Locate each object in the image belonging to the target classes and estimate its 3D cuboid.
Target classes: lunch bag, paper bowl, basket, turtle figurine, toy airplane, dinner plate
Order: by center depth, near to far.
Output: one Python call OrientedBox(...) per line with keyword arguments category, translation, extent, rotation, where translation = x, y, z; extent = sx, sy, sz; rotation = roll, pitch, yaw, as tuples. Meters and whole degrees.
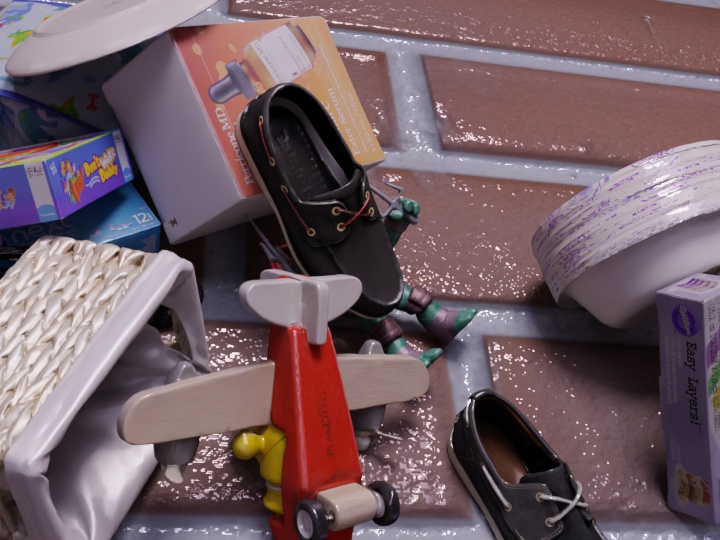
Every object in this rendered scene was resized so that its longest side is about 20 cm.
OrientedBox(category="basket", translation=(-0.206, 0.085, 0.646), extent=(0.123, 0.136, 0.200), rotation=(14, 44, 15))
OrientedBox(category="toy airplane", translation=(-0.054, 0.096, 0.677), extent=(0.200, 0.141, 0.200), rotation=(43, 56, -19))
OrientedBox(category="dinner plate", translation=(-0.206, -0.214, 0.783), extent=(0.199, 0.024, 0.201), rotation=(-14, 28, 8))
OrientedBox(category="turtle figurine", translation=(0.000, 0.000, 0.813), extent=(0.200, 0.101, 0.150), rotation=(43, 69, 4))
OrientedBox(category="paper bowl", translation=(0.262, -0.020, 0.833), extent=(0.200, 0.201, 0.105), rotation=(-14, 70, -26))
OrientedBox(category="lunch bag", translation=(-0.281, -0.167, 0.880), extent=(0.199, 0.128, 0.171), rotation=(24, 45, -4))

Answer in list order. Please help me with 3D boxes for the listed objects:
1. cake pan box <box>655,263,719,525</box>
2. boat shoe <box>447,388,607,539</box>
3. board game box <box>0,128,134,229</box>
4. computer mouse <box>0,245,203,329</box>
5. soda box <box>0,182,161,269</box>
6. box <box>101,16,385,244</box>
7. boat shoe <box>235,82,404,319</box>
OrientedBox(category="cake pan box", translation=(0.322, 0.079, 0.764), extent=(0.183, 0.201, 0.052), rotation=(-18, 18, -32))
OrientedBox(category="boat shoe", translation=(0.137, 0.178, 0.702), extent=(0.071, 0.068, 0.200), rotation=(-17, 55, -30))
OrientedBox(category="board game box", translation=(-0.300, -0.063, 0.740), extent=(0.199, 0.045, 0.135), rotation=(-8, 16, 12))
OrientedBox(category="computer mouse", translation=(-0.218, 0.008, 0.746), extent=(0.199, 0.059, 0.034), rotation=(13, 33, -35))
OrientedBox(category="soda box", translation=(-0.270, -0.008, 0.773), extent=(0.199, 0.064, 0.068), rotation=(-21, 55, -31))
OrientedBox(category="box", translation=(-0.098, -0.130, 0.833), extent=(0.200, 0.106, 0.153), rotation=(-24, 90, -50))
OrientedBox(category="boat shoe", translation=(-0.025, -0.051, 0.731), extent=(0.074, 0.063, 0.202), rotation=(-35, 98, -29))
